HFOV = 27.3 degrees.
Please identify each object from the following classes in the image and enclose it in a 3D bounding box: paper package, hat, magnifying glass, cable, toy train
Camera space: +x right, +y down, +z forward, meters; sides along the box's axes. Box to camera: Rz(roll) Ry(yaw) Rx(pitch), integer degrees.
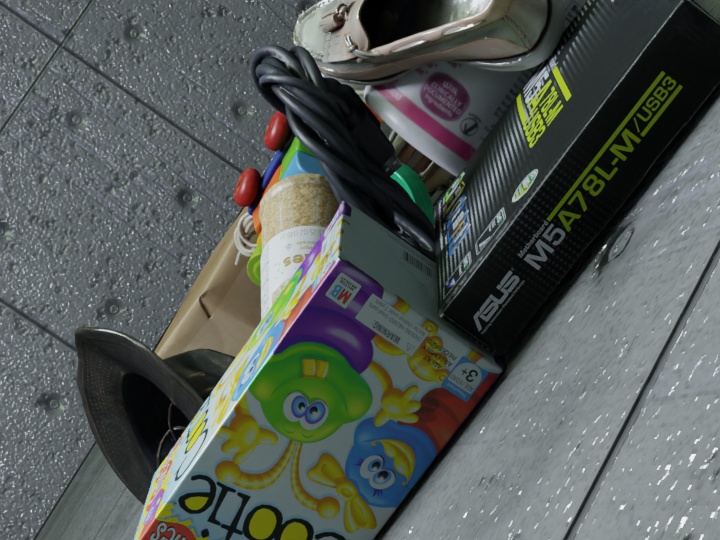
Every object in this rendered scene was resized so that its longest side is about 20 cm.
[{"bbox_3d":[-0.112,0.031,1.467,0.191,0.103,0.201,-49,12,47],"label":"paper package"},{"bbox_3d":[-0.100,0.099,0.955,0.081,0.202,0.200,-36,-2,-28],"label":"hat"},{"bbox_3d":[0.000,0.000,1.115,0.022,0.080,0.201,-17,-32,-41],"label":"magnifying glass"},{"bbox_3d":[-0.006,-0.055,0.905,0.050,0.200,0.165,-28,57,9],"label":"cable"},{"bbox_3d":[-0.072,-0.028,1.250,0.117,0.084,0.201,-83,19,-46],"label":"toy train"}]

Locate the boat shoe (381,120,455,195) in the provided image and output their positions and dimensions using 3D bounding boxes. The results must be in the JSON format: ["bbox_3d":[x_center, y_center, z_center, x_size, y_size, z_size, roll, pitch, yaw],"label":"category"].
[{"bbox_3d":[0.047,-0.091,1.135,0.201,0.073,0.076,-60,13,22],"label":"boat shoe"}]

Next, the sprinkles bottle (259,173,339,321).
[{"bbox_3d":[-0.032,0.030,0.943,0.068,0.068,0.202,-49,31,37],"label":"sprinkles bottle"}]

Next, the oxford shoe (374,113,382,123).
[{"bbox_3d":[-0.008,-0.109,1.338,0.073,0.070,0.203,-67,-10,-78],"label":"oxford shoe"}]

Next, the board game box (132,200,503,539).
[{"bbox_3d":[-0.025,0.084,0.791,0.201,0.104,0.103,-54,9,16],"label":"board game box"}]

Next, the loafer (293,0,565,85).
[{"bbox_3d":[0.028,-0.156,0.893,0.198,0.063,0.073,4,80,41],"label":"loafer"}]

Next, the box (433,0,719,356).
[{"bbox_3d":[0.112,-0.072,0.793,0.194,0.047,0.200,-55,9,17],"label":"box"}]

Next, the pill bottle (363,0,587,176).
[{"bbox_3d":[0.100,-0.162,0.954,0.201,0.113,0.113,-55,9,11],"label":"pill bottle"}]

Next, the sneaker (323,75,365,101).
[{"bbox_3d":[0.052,-0.183,1.173,0.197,0.082,0.076,-15,66,19],"label":"sneaker"}]
